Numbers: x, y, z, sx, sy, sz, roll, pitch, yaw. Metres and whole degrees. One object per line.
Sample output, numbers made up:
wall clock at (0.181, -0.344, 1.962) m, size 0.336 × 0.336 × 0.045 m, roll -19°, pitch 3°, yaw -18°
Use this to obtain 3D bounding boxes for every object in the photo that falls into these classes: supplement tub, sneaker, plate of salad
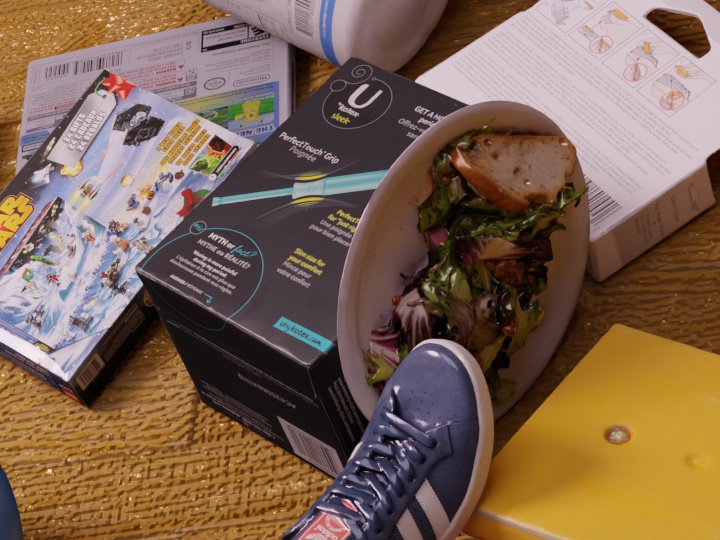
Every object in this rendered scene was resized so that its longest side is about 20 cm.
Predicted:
supplement tub at (-0.045, -0.226, 1.487) m, size 0.199 × 0.132 × 0.132 m, roll 29°, pitch 63°, yaw 24°
sneaker at (0.002, 0.129, 1.139) m, size 0.075 × 0.084 × 0.201 m, roll 28°, pitch 103°, yaw 38°
plate of salad at (0.067, 0.006, 1.211) m, size 0.048 × 0.200 × 0.200 m, roll 22°, pitch 60°, yaw 42°

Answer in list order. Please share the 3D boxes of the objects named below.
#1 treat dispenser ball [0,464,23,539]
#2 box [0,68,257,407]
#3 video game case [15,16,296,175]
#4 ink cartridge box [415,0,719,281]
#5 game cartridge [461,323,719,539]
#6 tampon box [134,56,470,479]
treat dispenser ball at (-0.286, 0.160, 1.204) m, size 0.200 × 0.201 × 0.202 m, roll -10°, pitch 47°, yaw 11°
box at (-0.172, -0.025, 1.415) m, size 0.137 × 0.040 × 0.200 m, roll 28°, pitch 70°, yaw 28°
video game case at (-0.141, -0.097, 1.506) m, size 0.199 × 0.022 × 0.183 m, roll -11°, pitch 47°, yaw 10°
ink cartridge box at (0.159, -0.106, 1.385) m, size 0.176 × 0.045 × 0.200 m, roll -34°, pitch 48°, yaw -10°
game cartridge at (0.180, 0.113, 1.166) m, size 0.199 × 0.033 × 0.176 m, roll 20°, pitch 44°, yaw 30°
tampon box at (0.000, 0.000, 1.293) m, size 0.150 × 0.127 × 0.200 m, roll 27°, pitch 62°, yaw 36°
